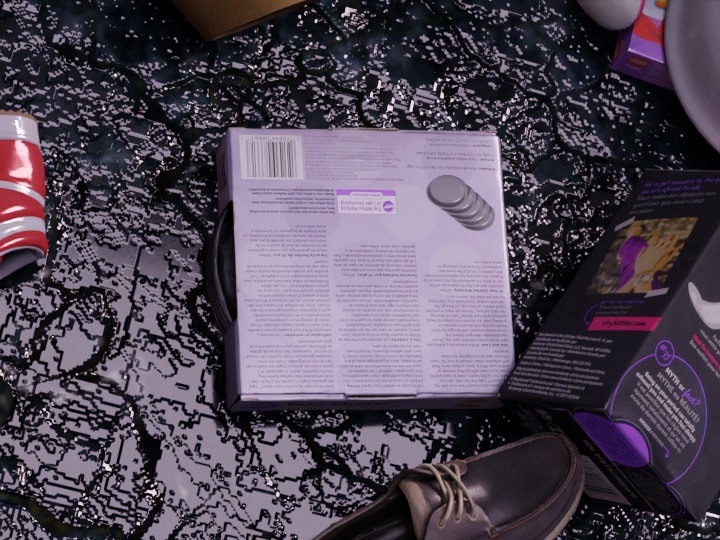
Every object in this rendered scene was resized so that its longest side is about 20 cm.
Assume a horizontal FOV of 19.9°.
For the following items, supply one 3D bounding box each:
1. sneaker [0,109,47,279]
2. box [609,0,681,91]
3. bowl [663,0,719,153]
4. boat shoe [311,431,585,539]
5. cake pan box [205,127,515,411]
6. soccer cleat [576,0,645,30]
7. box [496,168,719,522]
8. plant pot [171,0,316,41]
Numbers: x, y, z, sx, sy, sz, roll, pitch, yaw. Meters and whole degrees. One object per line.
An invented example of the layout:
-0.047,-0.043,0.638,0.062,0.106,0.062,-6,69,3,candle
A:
-0.291,-0.034,1.275,0.199,0.071,0.113,-8,73,-18,sneaker
0.290,-0.179,1.480,0.199,0.039,0.137,19,71,-9,box
0.318,-0.163,1.414,0.200,0.090,0.202,3,75,-13,bowl
0.049,0.160,1.273,0.200,0.073,0.075,-32,52,-4,boat shoe
0.000,0.000,1.351,0.199,0.052,0.185,-1,73,-15,cake pan box
0.137,-0.257,1.445,0.086,0.070,0.201,-4,67,-32,soccer cleat
0.203,0.045,1.339,0.122,0.106,0.200,48,66,-28,box
-0.095,-0.260,1.344,0.186,0.186,0.201,-23,94,-19,plant pot
